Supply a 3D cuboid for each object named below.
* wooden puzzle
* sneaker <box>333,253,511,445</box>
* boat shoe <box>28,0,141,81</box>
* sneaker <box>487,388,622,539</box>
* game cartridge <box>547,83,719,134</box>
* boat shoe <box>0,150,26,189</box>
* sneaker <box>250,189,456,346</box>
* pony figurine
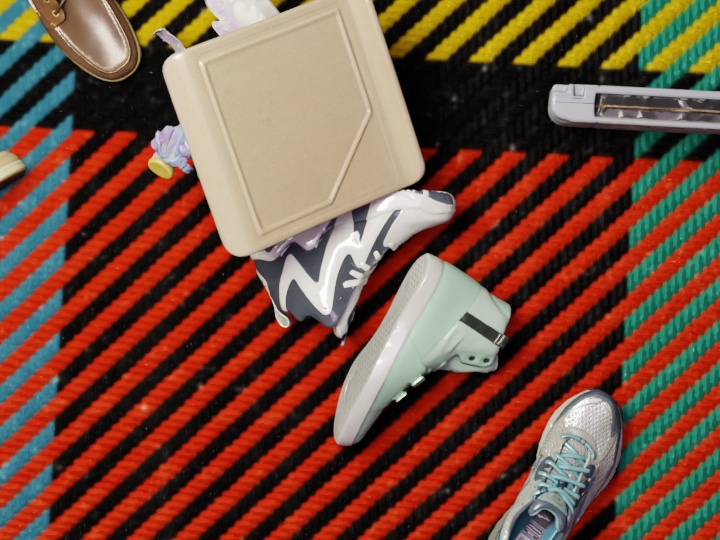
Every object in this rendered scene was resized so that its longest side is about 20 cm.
[{"bbox_3d":[-0.058,-0.132,1.585,0.199,0.037,0.186,-23,103,-19],"label":"wooden puzzle"},{"bbox_3d":[0.062,0.096,1.668,0.118,0.074,0.201,27,105,-17],"label":"sneaker"},{"bbox_3d":[-0.283,-0.263,1.699,0.072,0.068,0.201,-36,87,2],"label":"boat shoe"},{"bbox_3d":[0.184,0.204,1.649,0.077,0.086,0.201,27,91,3],"label":"sneaker"},{"bbox_3d":[0.270,-0.144,1.626,0.198,0.133,0.042,3,89,5],"label":"game cartridge"},{"bbox_3d":[-0.415,-0.081,1.702,0.199,0.073,0.063,-18,90,4],"label":"boat shoe"},{"bbox_3d":[0.000,0.000,1.670,0.198,0.079,0.131,-11,90,3],"label":"sneaker"},{"bbox_3d":[-0.108,-0.154,1.644,0.193,0.166,0.201,38,61,-16],"label":"pony figurine"}]
